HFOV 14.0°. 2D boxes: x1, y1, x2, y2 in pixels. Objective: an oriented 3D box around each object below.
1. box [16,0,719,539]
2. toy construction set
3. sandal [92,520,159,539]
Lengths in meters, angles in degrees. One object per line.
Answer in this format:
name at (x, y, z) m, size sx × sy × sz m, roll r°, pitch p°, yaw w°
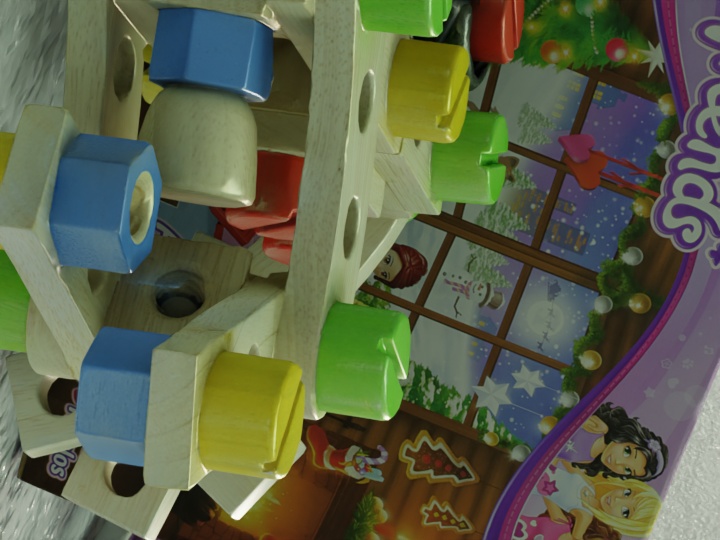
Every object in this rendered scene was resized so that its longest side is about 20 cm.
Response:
box at (0.019, -0.020, 0.622) m, size 0.039 × 0.136 × 0.201 m, roll -54°, pitch 164°, yaw -66°
toy construction set at (-0.019, -0.012, 0.527) m, size 0.200 × 0.092 × 0.132 m, roll 105°, pitch -5°, yaw -77°
sandal at (-0.018, 0.079, 0.823) m, size 0.203 × 0.050 × 0.083 m, roll -43°, pitch 116°, yaw -47°
